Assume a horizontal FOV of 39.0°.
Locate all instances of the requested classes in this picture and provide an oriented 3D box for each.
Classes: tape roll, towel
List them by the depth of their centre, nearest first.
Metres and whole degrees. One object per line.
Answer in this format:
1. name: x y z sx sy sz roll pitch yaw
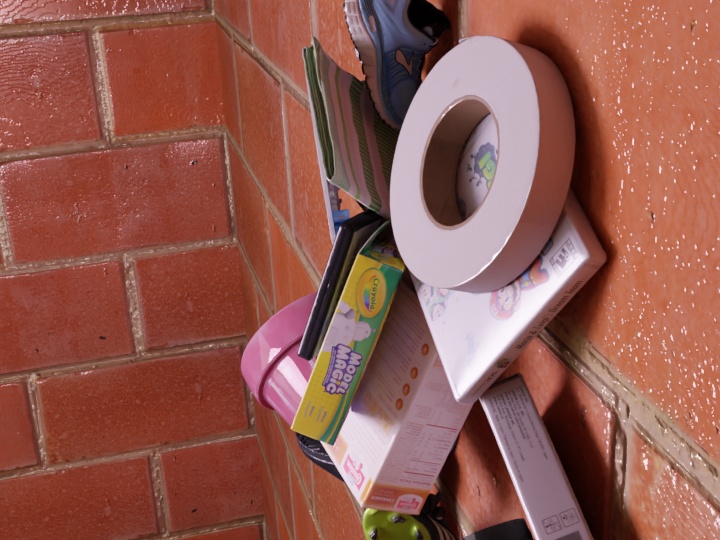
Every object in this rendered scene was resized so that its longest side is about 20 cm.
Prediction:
1. tape roll: 0.090 -0.083 0.804 0.203 0.037 0.204 -26 59 56
2. towel: 0.010 -0.124 0.999 0.200 0.023 0.153 28 -134 -58

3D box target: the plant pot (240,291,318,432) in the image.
1. plant pot: -0.034 0.153 1.353 0.179 0.200 0.200 56 155 30

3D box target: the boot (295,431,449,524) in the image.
1. boot: 0.015 0.266 1.221 0.198 0.073 0.163 13 130 38

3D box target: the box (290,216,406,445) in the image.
1. box: -0.002 0.050 0.946 0.117 0.048 0.201 -52 -18 -79

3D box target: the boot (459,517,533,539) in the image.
1. boot: 0.135 0.303 0.854 0.211 0.079 0.158 59 -171 -68

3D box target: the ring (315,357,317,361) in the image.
1. ring: 0.001 0.041 1.209 0.200 0.019 0.201 -44 28 31

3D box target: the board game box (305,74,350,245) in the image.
1. board game box: -0.030 -0.120 1.252 0.200 0.026 0.201 60 -159 -83

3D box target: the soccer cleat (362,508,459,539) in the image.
1. soccer cleat: 0.064 0.288 1.074 0.200 0.067 0.081 47 -165 -30

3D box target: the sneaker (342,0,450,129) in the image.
1. sneaker: 0.046 -0.212 0.983 0.200 0.090 0.079 64 -160 -54

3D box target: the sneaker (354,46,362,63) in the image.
1. sneaker: 0.008 -0.298 1.114 0.116 0.075 0.201 175 87 -80

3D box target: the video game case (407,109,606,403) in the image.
1. video game case: 0.102 -0.025 0.827 0.182 0.024 0.200 -54 40 37

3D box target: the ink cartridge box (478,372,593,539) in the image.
1. ink cartridge box: 0.161 0.210 0.832 0.174 0.043 0.200 61 -172 -52

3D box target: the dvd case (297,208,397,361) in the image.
1. dvd case: 0.000 0.000 1.041 0.200 0.018 0.143 -33 -36 -66

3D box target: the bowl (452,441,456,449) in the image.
1. bowl: 0.065 0.121 1.198 0.201 0.039 0.201 172 90 -77

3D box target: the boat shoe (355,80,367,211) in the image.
1. boat shoe: 0.017 -0.136 1.186 0.200 0.072 0.068 77 178 -59

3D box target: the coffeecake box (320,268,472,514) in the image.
1. coffeecake box: 0.039 0.114 1.016 0.200 0.073 0.154 -66 31 15
